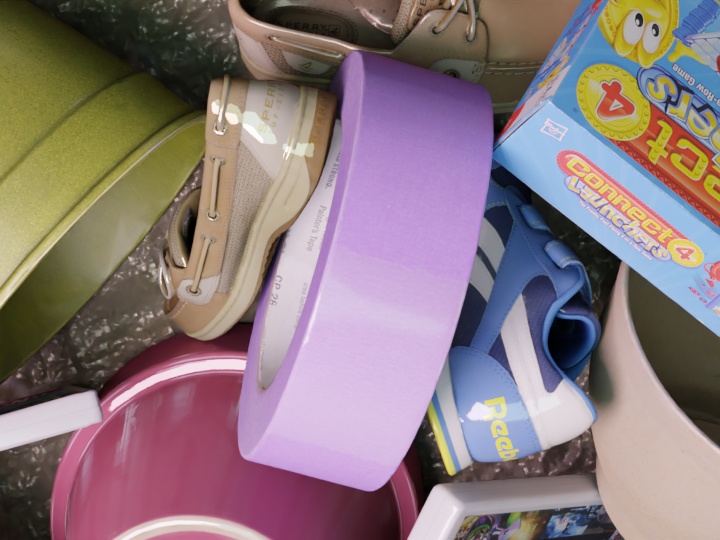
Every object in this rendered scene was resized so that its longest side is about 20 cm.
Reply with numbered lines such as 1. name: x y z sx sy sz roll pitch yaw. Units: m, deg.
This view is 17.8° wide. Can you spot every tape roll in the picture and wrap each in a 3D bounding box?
1. tape roll: 0.000 0.000 1.089 0.066 0.200 0.200 16 108 -10

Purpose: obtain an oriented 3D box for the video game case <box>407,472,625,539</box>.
1. video game case: 0.065 0.184 1.185 0.023 0.200 0.182 38 112 34

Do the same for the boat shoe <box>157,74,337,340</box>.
1. boat shoe: -0.070 -0.031 1.135 0.063 0.073 0.201 17 151 -12

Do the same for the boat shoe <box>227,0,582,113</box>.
1. boat shoe: 0.035 -0.120 1.130 0.200 0.065 0.071 -2 70 7

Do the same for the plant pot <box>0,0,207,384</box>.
1. plant pot: -0.208 -0.065 1.129 0.193 0.200 0.200 42 106 4

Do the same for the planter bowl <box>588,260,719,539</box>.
1. planter bowl: 0.195 0.077 1.141 0.200 0.200 0.135 24 134 -3

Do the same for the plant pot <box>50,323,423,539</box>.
1. plant pot: -0.071 0.148 1.177 0.200 0.179 0.200 2 108 5

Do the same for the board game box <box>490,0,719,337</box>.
1. board game box: 0.188 -0.071 1.084 0.200 0.196 0.056 37 145 -8

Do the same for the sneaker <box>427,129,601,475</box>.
1. sneaker: 0.078 0.012 1.122 0.082 0.200 0.074 -9 139 16

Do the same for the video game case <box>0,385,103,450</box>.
1. video game case: -0.204 0.084 1.140 0.143 0.200 0.017 -15 90 -11
